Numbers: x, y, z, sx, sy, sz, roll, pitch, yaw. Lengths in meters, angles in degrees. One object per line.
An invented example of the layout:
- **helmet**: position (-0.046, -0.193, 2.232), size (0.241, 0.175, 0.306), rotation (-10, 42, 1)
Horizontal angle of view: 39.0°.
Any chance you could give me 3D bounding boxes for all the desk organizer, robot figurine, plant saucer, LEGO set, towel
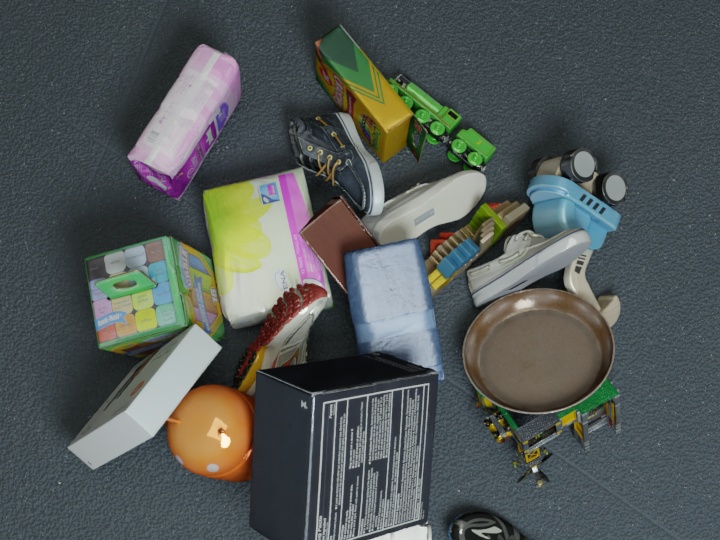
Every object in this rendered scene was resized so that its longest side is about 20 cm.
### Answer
- **desk organizer**: position (0.000, 0.000, 1.390), size (0.077, 0.072, 0.200), rotation (-39, 99, -7)
- **robot figurine**: position (-0.175, 0.208, 1.295), size (0.116, 0.200, 0.144), rotation (-35, 69, 3)
- **plant saucer**: position (0.236, 0.111, 1.353), size (0.199, 0.032, 0.201), rotation (-7, 49, 9)
- **LEGO set**: position (0.259, 0.190, 1.381), size (0.200, 0.116, 0.154), rotation (-33, 50, -13)
- **towel**: position (0.043, 0.061, 1.342), size (0.111, 0.049, 0.201), rotation (-11, 97, -7)

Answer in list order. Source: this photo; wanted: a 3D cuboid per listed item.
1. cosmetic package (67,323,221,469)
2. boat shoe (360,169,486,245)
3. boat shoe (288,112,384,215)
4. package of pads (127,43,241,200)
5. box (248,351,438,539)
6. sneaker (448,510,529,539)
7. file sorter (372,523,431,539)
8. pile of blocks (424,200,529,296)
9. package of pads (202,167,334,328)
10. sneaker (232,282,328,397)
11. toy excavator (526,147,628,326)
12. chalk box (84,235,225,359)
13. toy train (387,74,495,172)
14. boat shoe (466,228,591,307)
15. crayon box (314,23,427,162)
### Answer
- **cosmetic package**: position (-0.275, 0.162, 1.283), size (0.052, 0.200, 0.151), rotation (43, 51, -13)
- **boat shoe**: position (0.088, -0.094, 1.447), size (0.200, 0.072, 0.068), rotation (-34, 45, -19)
- **boat shoe**: position (-0.037, -0.145, 1.420), size (0.090, 0.071, 0.201), rotation (-7, 46, -20)
- **package of pads**: position (-0.242, -0.209, 1.437), size (0.075, 0.121, 0.201), rotation (28, 77, 5)
- **box**: position (-0.021, 0.215, 1.230), size (0.198, 0.123, 0.201), rotation (-4, 102, -41)
- **sneaker**: position (0.208, 0.378, 1.328), size (0.199, 0.083, 0.071), rotation (34, 78, 6)
- **file sorter**: position (-0.010, 0.385, 1.300), size (0.199, 0.125, 0.140), rotation (2, 76, -1)
- **pile of blocks**: position (0.143, -0.043, 1.428), size (0.200, 0.082, 0.062), rotation (-40, 76, -11)
- **package of pads**: position (-0.133, -0.030, 1.420), size (0.154, 0.068, 0.201), rotation (-13, 78, -2)
- **sneaker**: position (-0.096, 0.099, 1.361), size (0.082, 0.078, 0.200), rotation (25, 119, -18)
- **toy excavator**: position (0.301, -0.041, 1.418), size (0.194, 0.100, 0.201), rotation (30, 74, -24)
- **chalk box**: position (-0.273, 0.036, 1.326), size (0.124, 0.200, 0.124), rotation (-14, 78, 10)
- **toy train**: position (0.112, -0.218, 1.492), size (0.200, 0.042, 0.056), rotation (41, 69, 8)
- **boat shoe**: position (0.222, -0.020, 1.387), size (0.071, 0.200, 0.070), rotation (-3, 67, -44)
- **crayon box**: position (0.012, -0.237, 1.448), size (0.051, 0.127, 0.200), rotation (-37, 79, -10)
